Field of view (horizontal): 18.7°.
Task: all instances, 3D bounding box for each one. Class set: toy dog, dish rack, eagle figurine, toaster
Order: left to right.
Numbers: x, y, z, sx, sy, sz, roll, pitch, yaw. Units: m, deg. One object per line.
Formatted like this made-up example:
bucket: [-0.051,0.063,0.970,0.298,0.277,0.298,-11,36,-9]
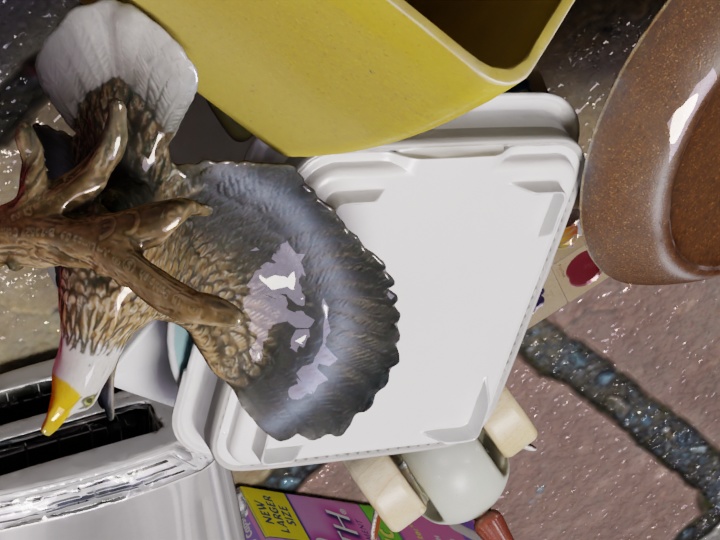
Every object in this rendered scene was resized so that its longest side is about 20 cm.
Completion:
toaster: [-0.155,0.123,1.140,0.199,0.114,0.130,-14,130,-17]
eagle figurine: [-0.085,0.000,0.866,0.151,0.152,0.200,-35,162,11]
dish rack: [0.014,0.014,0.980,0.171,0.044,0.201,-3,129,-28]
toy dog: [0.050,0.103,1.169,0.132,0.200,0.097,-30,96,17]

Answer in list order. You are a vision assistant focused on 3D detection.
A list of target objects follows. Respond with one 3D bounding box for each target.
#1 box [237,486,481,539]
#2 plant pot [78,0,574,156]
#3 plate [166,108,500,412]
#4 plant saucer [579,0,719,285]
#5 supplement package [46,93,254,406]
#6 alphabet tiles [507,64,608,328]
box: [0.015,0.231,1.289,0.199,0.176,0.097,12,122,-37]
plant pot: [-0.014,-0.159,0.808,0.200,0.200,0.176,-57,-173,-29]
plate: [0.000,0.000,1.008,0.199,0.026,0.201,-18,136,-18]
plant saucer: [0.183,-0.072,1.010,0.200,0.034,0.201,-29,140,-28]
supplement package: [-0.032,-0.031,1.070,0.156,0.111,0.200,24,113,-43]
alphabet tiles: [0.029,-0.016,1.035,0.167,0.008,0.200,-32,138,-2]
